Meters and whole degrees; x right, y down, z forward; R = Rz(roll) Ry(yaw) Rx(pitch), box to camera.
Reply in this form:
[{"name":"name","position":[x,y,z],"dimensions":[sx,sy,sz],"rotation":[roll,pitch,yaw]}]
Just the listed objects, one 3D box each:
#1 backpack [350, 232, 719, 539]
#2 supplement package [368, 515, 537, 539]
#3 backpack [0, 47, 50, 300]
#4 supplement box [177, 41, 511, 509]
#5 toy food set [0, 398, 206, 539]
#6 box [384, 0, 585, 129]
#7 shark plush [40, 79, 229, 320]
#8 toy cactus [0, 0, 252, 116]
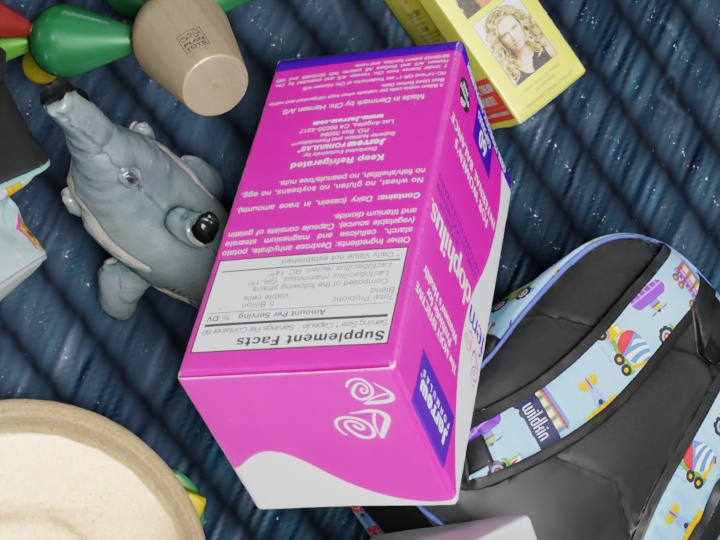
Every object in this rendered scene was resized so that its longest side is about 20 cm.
[{"name":"backpack","position":[0.108,0.086,0.810],"dimensions":[0.183,0.134,0.200],"rotation":[47,68,-13]},{"name":"supplement package","position":[0.034,0.222,0.681],"dimensions":[0.114,0.109,0.200],"rotation":[-20,90,-39]},{"name":"backpack","position":[-0.247,-0.014,0.670],"dimensions":[0.200,0.176,0.154],"rotation":[-16,105,20]},{"name":"supplement box","position":[0.000,0.000,0.731],"dimensions":[0.101,0.103,0.200],"rotation":[65,30,-44]},{"name":"toy food set","position":[-0.167,0.163,0.770],"dimensions":[0.198,0.049,0.200],"rotation":[24,82,-16]},{"name":"box","position":[0.032,-0.167,0.821],"dimensions":[0.050,0.075,0.200],"rotation":[-39,102,-12]},{"name":"shark plush","position":[-0.087,-0.037,0.736],"dimensions":[0.083,0.200,0.091],"rotation":[31,66,30]},{"name":"toy cactus","position":[-0.094,-0.134,0.739],"dimensions":[0.200,0.165,0.102],"rotation":[-17,131,-18]}]
